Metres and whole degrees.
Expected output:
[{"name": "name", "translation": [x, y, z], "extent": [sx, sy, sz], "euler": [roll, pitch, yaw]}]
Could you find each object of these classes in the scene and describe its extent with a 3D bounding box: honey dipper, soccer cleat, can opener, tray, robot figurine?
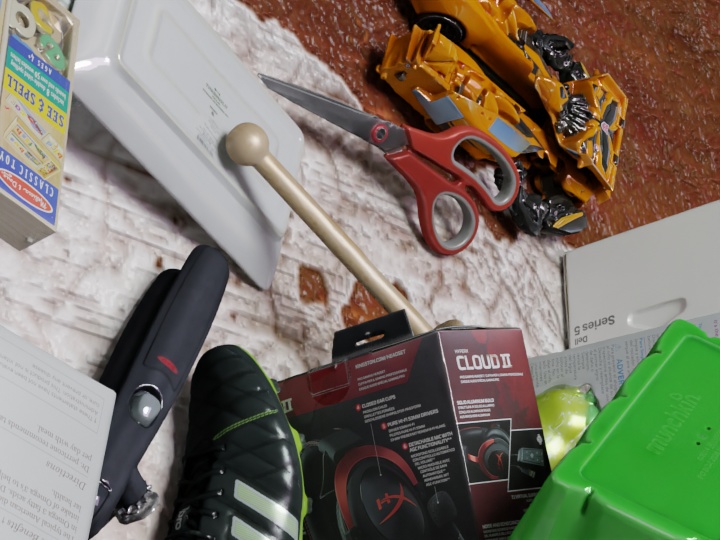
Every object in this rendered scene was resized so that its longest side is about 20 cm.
[{"name": "honey dipper", "translation": [0.000, 0.000, 1.244], "extent": [0.200, 0.038, 0.038], "euler": [46, 44, -11]}, {"name": "soccer cleat", "translation": [-0.067, 0.133, 1.164], "extent": [0.081, 0.067, 0.201], "euler": [2, 73, -36]}, {"name": "can opener", "translation": [-0.110, 0.055, 1.144], "extent": [0.079, 0.063, 0.200], "euler": [52, 43, -20]}, {"name": "tray", "translation": [-0.083, -0.086, 1.234], "extent": [0.200, 0.022, 0.108], "euler": [48, 43, -43]}, {"name": "robot figurine", "translation": [0.095, -0.110, 1.454], "extent": [0.200, 0.058, 0.145], "euler": [36, 53, -35]}]

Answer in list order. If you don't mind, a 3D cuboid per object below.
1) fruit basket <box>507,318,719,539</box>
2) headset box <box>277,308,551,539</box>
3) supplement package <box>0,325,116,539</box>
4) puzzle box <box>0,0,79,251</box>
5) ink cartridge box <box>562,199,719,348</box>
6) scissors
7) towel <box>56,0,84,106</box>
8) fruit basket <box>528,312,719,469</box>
[{"name": "fruit basket", "translation": [0.148, 0.157, 1.140], "extent": [0.216, 0.155, 0.216], "euler": [-55, 160, -31]}, {"name": "headset box", "translation": [0.021, 0.122, 1.200], "extent": [0.075, 0.148, 0.201], "euler": [0, 74, -50]}, {"name": "supplement package", "translation": [-0.194, 0.126, 0.973], "extent": [0.117, 0.117, 0.201], "euler": [35, 50, -36]}, {"name": "puzzle box", "translation": [-0.203, -0.112, 1.041], "extent": [0.200, 0.025, 0.133], "euler": [38, 39, -39]}, {"name": "ink cartridge box", "translation": [0.245, 0.029, 1.501], "extent": [0.200, 0.145, 0.084], "euler": [19, 61, -45]}, {"name": "scissors", "translation": [0.020, -0.080, 1.353], "extent": [0.073, 0.014, 0.200], "euler": [-53, 128, -5]}, {"name": "towel", "translation": [-0.212, -0.175, 1.135], "extent": [0.171, 0.048, 0.201], "euler": [-5, 78, -49]}, {"name": "fruit basket", "translation": [0.125, 0.129, 1.281], "extent": [0.094, 0.199, 0.186], "euler": [32, 50, -57]}]
